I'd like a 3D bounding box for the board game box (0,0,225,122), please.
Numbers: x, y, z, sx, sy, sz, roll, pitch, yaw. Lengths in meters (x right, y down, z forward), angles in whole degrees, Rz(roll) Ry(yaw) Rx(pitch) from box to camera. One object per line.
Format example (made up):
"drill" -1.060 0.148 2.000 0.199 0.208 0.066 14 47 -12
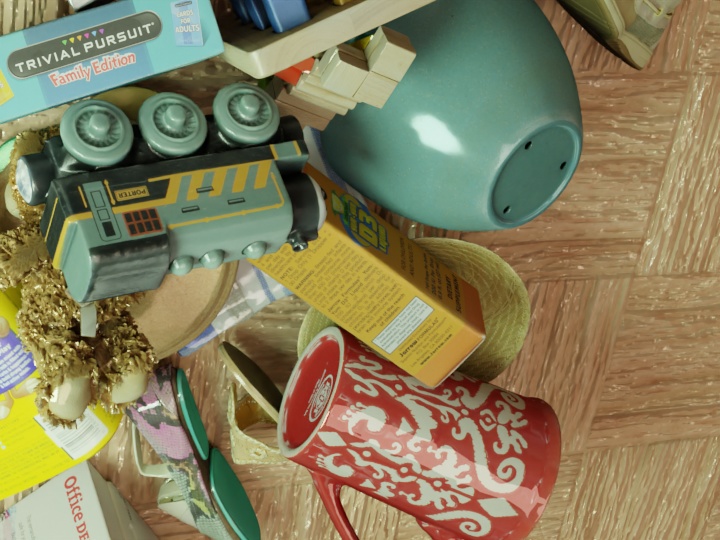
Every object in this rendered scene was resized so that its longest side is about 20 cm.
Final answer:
"board game box" -0.177 -0.133 0.841 0.149 0.200 0.048 -20 100 -13

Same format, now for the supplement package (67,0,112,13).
"supplement package" -0.127 -0.272 0.805 0.198 0.111 0.157 -31 101 -4

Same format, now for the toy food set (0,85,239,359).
"toy food set" -0.188 -0.021 0.983 0.196 0.049 0.202 -29 114 2

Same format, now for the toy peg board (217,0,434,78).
"toy peg board" -0.015 -0.221 0.882 0.197 0.200 0.099 -25 109 -9

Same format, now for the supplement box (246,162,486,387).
"supplement box" 0.000 0.000 0.985 0.199 0.067 0.069 34 117 -21

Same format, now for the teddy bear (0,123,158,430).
"teddy bear" -0.198 0.006 0.895 0.144 0.066 0.202 -35 106 -42

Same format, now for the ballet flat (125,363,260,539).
"ballet flat" -0.149 0.166 1.125 0.070 0.070 0.202 -17 122 7

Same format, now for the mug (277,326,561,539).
"mug" 0.040 0.149 1.051 0.198 0.180 0.133 25 149 -21

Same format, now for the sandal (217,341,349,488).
"sandal" -0.076 0.145 1.135 0.069 0.078 0.212 -40 134 5

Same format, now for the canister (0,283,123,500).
"canister" -0.277 0.059 0.937 0.147 0.087 0.201 -25 119 22

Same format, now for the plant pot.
"plant pot" 0.087 -0.108 0.986 0.198 0.135 0.202 -27 142 -23

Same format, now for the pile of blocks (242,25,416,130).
"pile of blocks" -0.038 -0.143 0.918 0.061 0.199 0.083 17 73 -28

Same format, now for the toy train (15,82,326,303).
"toy train" -0.116 -0.049 0.850 0.197 0.115 0.085 -11 157 -30

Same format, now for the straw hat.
"straw hat" 0.037 0.024 1.108 0.197 0.086 0.203 -4 130 -5

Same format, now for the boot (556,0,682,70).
"boot" 0.221 -0.249 1.011 0.155 0.072 0.199 -53 155 9

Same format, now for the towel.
"towel" -0.088 -0.029 1.056 0.198 0.024 0.148 -29 126 -7

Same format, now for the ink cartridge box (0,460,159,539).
"ink cartridge box" -0.255 0.292 1.090 0.199 0.147 0.147 -34 127 -2
